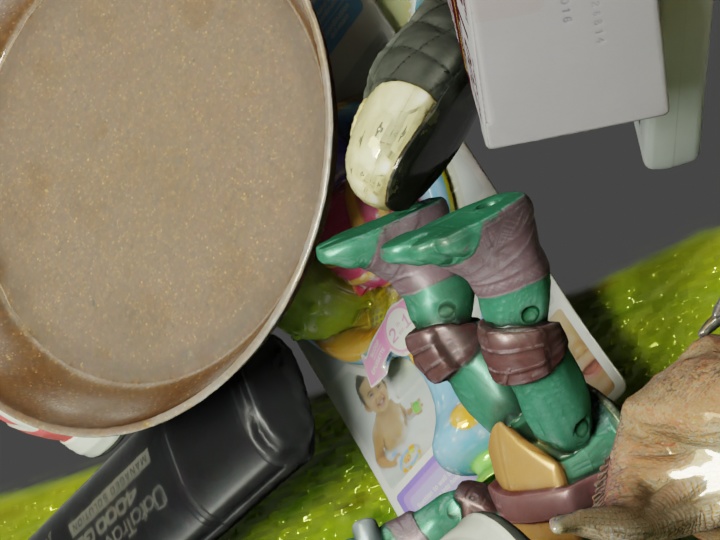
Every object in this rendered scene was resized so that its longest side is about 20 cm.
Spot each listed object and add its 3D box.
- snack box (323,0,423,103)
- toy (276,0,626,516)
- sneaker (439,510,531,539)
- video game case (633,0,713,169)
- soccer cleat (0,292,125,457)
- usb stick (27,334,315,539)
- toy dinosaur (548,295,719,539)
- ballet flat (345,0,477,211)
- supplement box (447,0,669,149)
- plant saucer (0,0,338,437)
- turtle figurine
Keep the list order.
[{"bbox_3d":[-0.003,-0.149,1.138,0.116,0.037,0.201,-3,77,44],"label":"snack box"},{"bbox_3d":[0.000,0.000,1.061,0.115,0.047,0.200,-50,62,34],"label":"toy"},{"bbox_3d":[-0.002,0.159,0.925,0.074,0.087,0.200,41,133,29],"label":"sneaker"},{"bbox_3d":[0.085,-0.156,0.967,0.023,0.200,0.183,-11,66,-1],"label":"video game case"},{"bbox_3d":[-0.110,-0.027,1.160,0.068,0.073,0.201,-38,38,48],"label":"soccer cleat"},{"bbox_3d":[-0.076,0.087,1.117,0.200,0.033,0.056,-44,61,47],"label":"usb stick"},{"bbox_3d":[0.124,0.038,0.893,0.136,0.200,0.086,44,152,44],"label":"toy dinosaur"},{"bbox_3d":[0.023,-0.087,1.018,0.200,0.057,0.067,-68,0,-50],"label":"ballet flat"},{"bbox_3d":[0.046,-0.142,0.947,0.061,0.109,0.200,-11,39,0],"label":"supplement box"},{"bbox_3d":[-0.083,-0.041,1.062,0.200,0.034,0.201,-4,82,34],"label":"plant saucer"},{"bbox_3d":[0.054,0.075,0.964,0.150,0.101,0.201,-12,101,50],"label":"turtle figurine"}]
